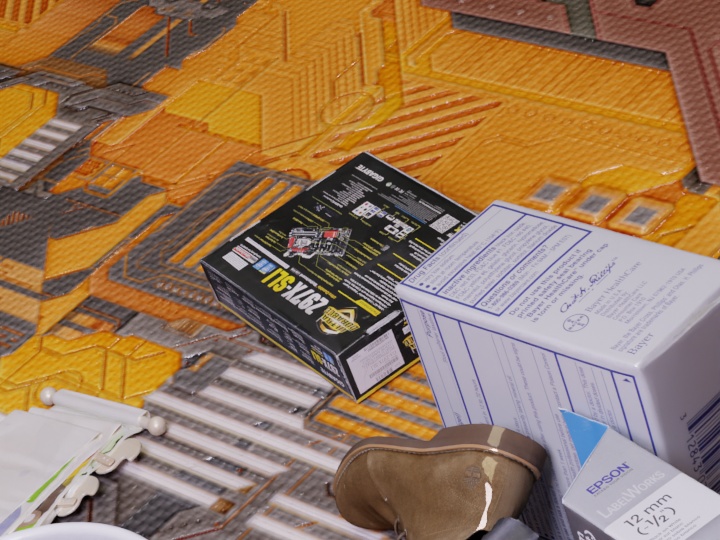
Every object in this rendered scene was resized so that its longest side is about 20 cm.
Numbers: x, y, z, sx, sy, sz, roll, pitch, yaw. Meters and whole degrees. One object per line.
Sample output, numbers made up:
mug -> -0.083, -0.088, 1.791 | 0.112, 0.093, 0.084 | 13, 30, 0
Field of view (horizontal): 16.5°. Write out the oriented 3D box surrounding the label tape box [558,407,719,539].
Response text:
label tape box -> 0.168, 0.177, 1.355 | 0.066, 0.144, 0.200 | -34, 35, -21

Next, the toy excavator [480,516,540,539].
toy excavator -> 0.113, 0.238, 1.348 | 0.100, 0.200, 0.195 | -41, -6, -28

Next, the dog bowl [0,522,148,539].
dog bowl -> -0.177, 0.231, 1.333 | 0.199, 0.079, 0.201 | -14, 34, 10

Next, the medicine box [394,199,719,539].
medicine box -> 0.142, 0.075, 1.482 | 0.199, 0.183, 0.103 | 19, 48, 44

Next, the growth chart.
growth chart -> -0.242, 0.148, 1.738 | 0.200, 0.018, 0.144 | -40, 38, -27

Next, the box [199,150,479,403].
box -> 0.000, 0.000, 1.794 | 0.159, 0.050, 0.200 | -36, 36, -18

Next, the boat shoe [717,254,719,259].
boat shoe -> 0.255, 0.015, 1.570 | 0.075, 0.075, 0.203 | -38, 13, 33

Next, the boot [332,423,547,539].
boot -> 0.034, 0.145, 1.508 | 0.200, 0.073, 0.076 | -21, 47, 59
